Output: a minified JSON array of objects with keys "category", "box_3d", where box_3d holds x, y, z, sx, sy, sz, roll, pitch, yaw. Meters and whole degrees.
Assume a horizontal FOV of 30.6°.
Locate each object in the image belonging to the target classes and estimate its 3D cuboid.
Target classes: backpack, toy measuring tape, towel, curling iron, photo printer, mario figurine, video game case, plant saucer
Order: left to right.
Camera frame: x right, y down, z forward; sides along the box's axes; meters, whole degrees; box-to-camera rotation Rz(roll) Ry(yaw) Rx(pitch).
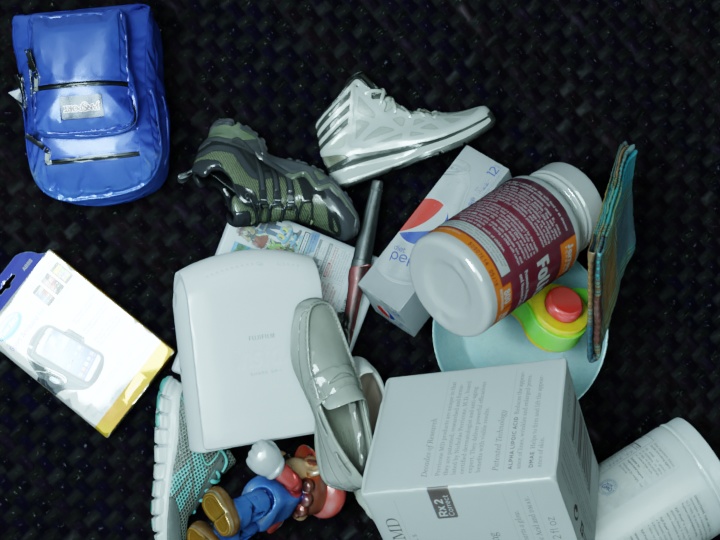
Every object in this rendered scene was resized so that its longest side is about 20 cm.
[{"category":"backpack","box_3d":[-0.285,-0.168,1.374,0.160,0.168,0.204,-5,93,2]},{"category":"photo printer","box_3d":[-0.113,0.080,1.392,0.164,0.069,0.204,-6,90,-22]},{"category":"mario figurine","box_3d":[-0.101,0.230,1.390,0.199,0.122,0.108,-15,87,-49]},{"category":"video game case","box_3d":[-0.090,0.049,1.456,0.180,0.022,0.203,22,88,-4]},{"category":"curling iron","box_3d":[0.000,0.000,1.431,0.025,0.050,0.203,14,81,2]},{"category":"plant saucer","box_3d":[0.176,0.067,1.469,0.197,0.039,0.205,0,88,-4]},{"category":"toy measuring tape","box_3d":[0.174,0.051,1.404,0.197,0.073,0.075,3,89,-16]},{"category":"towel","box_3d":[0.266,-0.021,1.386,0.021,0.201,0.148,6,129,18]}]

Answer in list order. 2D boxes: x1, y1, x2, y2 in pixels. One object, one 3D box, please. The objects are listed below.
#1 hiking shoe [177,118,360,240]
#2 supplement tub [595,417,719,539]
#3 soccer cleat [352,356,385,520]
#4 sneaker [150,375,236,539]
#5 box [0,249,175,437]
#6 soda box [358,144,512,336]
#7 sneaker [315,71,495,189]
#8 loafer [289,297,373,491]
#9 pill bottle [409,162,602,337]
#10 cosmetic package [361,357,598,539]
[{"category":"hiking shoe","box_3d":[-0.097,-0.074,1.421,0.198,0.076,0.101,31,66,6]},{"category":"supplement tub","box_3d":[0.296,0.266,1.429,0.198,0.132,0.133,-30,91,-5]},{"category":"soccer cleat","box_3d":[0.016,0.193,1.424,0.068,0.077,0.203,-19,98,-14]},{"category":"sneaker","box_3d":[-0.180,0.218,1.421,0.090,0.078,0.204,3,90,-9]},{"category":"box","box_3d":[-0.313,0.071,1.429,0.199,0.041,0.120,39,86,-1]},{"category":"soda box","box_3d":[0.087,-0.033,1.428,0.063,0.068,0.201,32,78,30]},{"category":"sneaker","box_3d":[0.044,-0.173,1.443,0.198,0.076,0.117,-19,92,-2]},{"category":"loafer","box_3d":[-0.023,0.126,1.353,0.069,0.069,0.203,-17,94,-36]},{"category":"pill bottle","box_3d":[0.155,-0.027,1.357,0.199,0.114,0.115,-33,92,-32]},{"category":"cosmetic package","box_3d":[0.128,0.212,1.341,0.197,0.166,0.166,-9,127,20]}]
